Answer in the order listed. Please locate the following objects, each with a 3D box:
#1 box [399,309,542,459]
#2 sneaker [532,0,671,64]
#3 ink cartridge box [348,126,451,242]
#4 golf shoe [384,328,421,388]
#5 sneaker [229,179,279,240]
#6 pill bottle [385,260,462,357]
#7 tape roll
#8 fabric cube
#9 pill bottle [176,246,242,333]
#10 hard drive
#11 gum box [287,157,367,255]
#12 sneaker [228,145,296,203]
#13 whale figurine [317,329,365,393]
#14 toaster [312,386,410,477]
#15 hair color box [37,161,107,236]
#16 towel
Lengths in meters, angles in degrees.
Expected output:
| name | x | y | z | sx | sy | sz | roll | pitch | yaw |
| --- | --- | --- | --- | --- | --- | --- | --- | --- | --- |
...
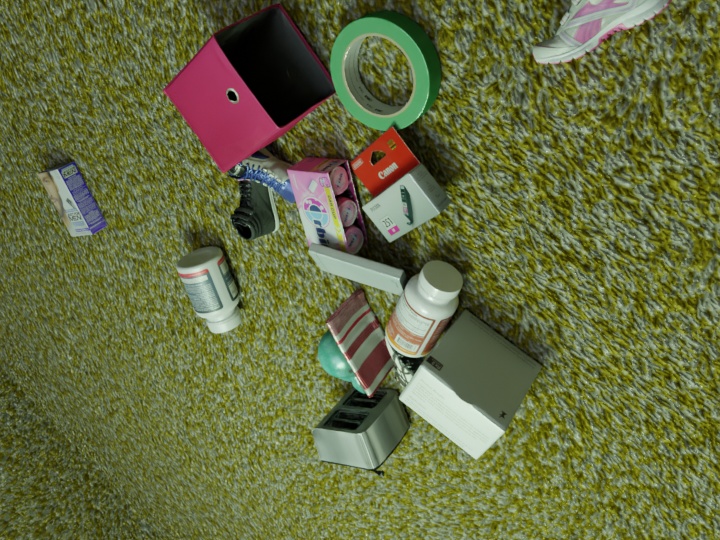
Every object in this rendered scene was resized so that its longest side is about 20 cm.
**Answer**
| name | x | y | z | sx | sy | sz | roll | pitch | yaw |
| --- | --- | --- | --- | --- | --- | --- | --- | --- | --- |
| box | 0.220 | 0.223 | 1.415 | 0.199 | 0.200 | 0.131 | 37 | 138 | 9 |
| sneaker | 0.328 | -0.364 | 1.002 | 0.200 | 0.081 | 0.088 | -24 | 103 | 36 |
| ink cartridge box | 0.058 | -0.156 | 1.338 | 0.174 | 0.044 | 0.200 | 50 | 152 | -6 |
| golf shoe | 0.099 | 0.215 | 1.589 | 0.094 | 0.078 | 0.200 | -24 | 103 | 45 |
| sneaker | -0.248 | -0.156 | 1.563 | 0.071 | 0.099 | 0.200 | 4 | 121 | 37 |
| pill bottle | 0.131 | 0.077 | 1.439 | 0.112 | 0.112 | 0.200 | 35 | 135 | 11 |
| tape roll | 0.042 | -0.347 | 1.245 | 0.200 | 0.048 | 0.201 | 19 | 130 | 24 |
| fabric cube | -0.205 | -0.338 | 1.327 | 0.199 | 0.200 | 0.196 | -24 | 105 | 45 |
| pill bottle | -0.375 | 0.052 | 1.795 | 0.119 | 0.120 | 0.200 | 3 | 121 | 36 |
| hard drive | 0.000 | 0.000 | 1.474 | 0.200 | 0.027 | 0.132 | 17 | 166 | 15 |
| gum box | -0.066 | -0.127 | 1.462 | 0.113 | 0.066 | 0.200 | 11 | 128 | 38 |
| sneaker | -0.214 | -0.209 | 1.488 | 0.199 | 0.115 | 0.081 | 48 | 137 | -2 |
| whale figurine | -0.035 | 0.215 | 1.646 | 0.200 | 0.104 | 0.159 | 72 | 174 | -48 |
| toaster | 0.007 | 0.380 | 1.701 | 0.200 | 0.181 | 0.119 | -2 | 118 | 38 |
| hair color box | -0.801 | -0.196 | 1.977 | 0.109 | 0.065 | 0.200 | -2 | 117 | 39 |
| towel | 0.009 | 0.158 | 1.566 | 0.023 | 0.144 | 0.200 | -17 | 109 | 39 |
